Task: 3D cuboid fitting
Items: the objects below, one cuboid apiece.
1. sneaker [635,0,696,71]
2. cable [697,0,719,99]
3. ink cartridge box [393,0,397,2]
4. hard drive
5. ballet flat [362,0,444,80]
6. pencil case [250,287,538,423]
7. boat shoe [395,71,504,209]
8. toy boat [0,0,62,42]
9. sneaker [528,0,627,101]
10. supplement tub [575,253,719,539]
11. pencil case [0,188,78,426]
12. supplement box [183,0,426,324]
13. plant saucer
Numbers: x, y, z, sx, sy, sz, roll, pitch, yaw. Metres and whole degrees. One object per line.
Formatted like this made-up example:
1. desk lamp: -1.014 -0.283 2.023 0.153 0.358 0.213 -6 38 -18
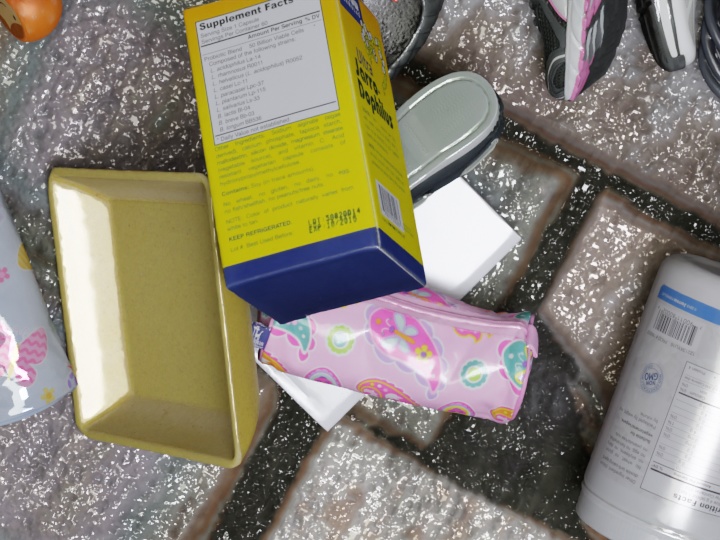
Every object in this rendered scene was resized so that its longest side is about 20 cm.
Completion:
1. sneaker: 0.246 -0.243 1.498 0.115 0.076 0.202 -6 91 0
2. cable: 0.340 -0.178 1.535 0.200 0.051 0.163 -41 93 9
3. ink cartridge box: 0.021 -0.300 1.482 0.109 0.050 0.201 24 83 -4
4. hard drive: 0.000 0.000 1.562 0.132 0.025 0.200 44 96 -7
5. ballet flat: 0.003 -0.156 1.521 0.066 0.057 0.200 33 96 -2
6. pencil case: 0.023 0.046 1.514 0.199 0.087 0.088 15 98 -4
7. boat shoe: 0.014 -0.066 1.507 0.199 0.060 0.076 -26 71 6
8. toy boat: -0.248 -0.215 1.490 0.199 0.131 0.131 -17 128 2
9. sneaker: 0.137 -0.223 1.515 0.086 0.080 0.201 9 108 29
10. supplement tub: 0.244 0.100 1.530 0.131 0.132 0.201 18 99 -4
11. pencil case: -0.275 0.014 1.529 0.090 0.083 0.201 -23 100 -11
12. supplement box: -0.036 -0.082 1.432 0.108 0.109 0.201 -14 72 14
13. plant saucer: -0.137 0.025 1.506 0.048 0.200 0.201 -14 102 -39
